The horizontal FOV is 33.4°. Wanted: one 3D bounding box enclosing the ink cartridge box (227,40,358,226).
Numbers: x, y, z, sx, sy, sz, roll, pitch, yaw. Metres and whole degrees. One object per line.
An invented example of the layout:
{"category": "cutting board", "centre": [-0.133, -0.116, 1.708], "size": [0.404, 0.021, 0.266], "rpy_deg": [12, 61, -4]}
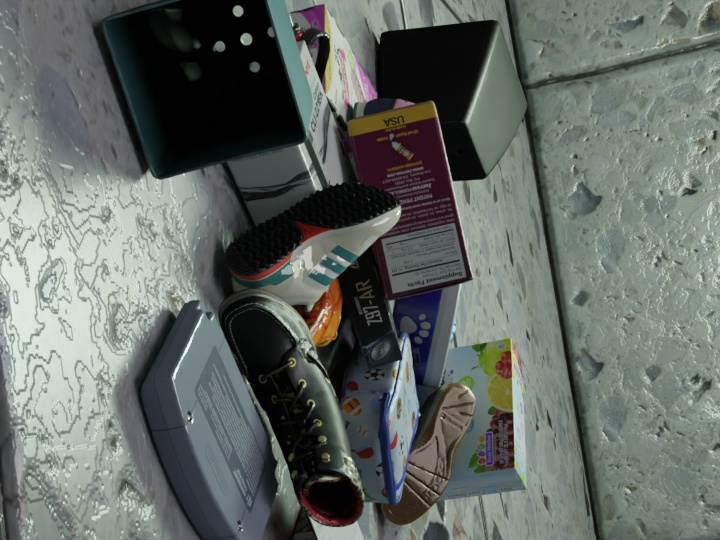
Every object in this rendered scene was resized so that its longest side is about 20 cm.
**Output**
{"category": "ink cartridge box", "centre": [-0.074, -0.118, 1.267], "size": [0.145, 0.083, 0.201], "rpy_deg": [-80, 154, -50]}

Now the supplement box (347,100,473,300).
{"category": "supplement box", "centre": [0.056, -0.075, 1.350], "size": [0.131, 0.102, 0.202], "rpy_deg": [-17, 95, -88]}

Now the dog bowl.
{"category": "dog bowl", "centre": [0.084, 0.048, 1.570], "size": [0.200, 0.078, 0.202], "rpy_deg": [12, 90, -87]}

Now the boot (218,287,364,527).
{"category": "boot", "centre": [-0.058, 0.126, 1.101], "size": [0.204, 0.073, 0.154], "rpy_deg": [62, 4, -37]}

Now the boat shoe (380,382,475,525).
{"category": "boat shoe", "centre": [0.080, 0.236, 1.531], "size": [0.071, 0.064, 0.201], "rpy_deg": [41, 65, -16]}

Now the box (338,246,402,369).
{"category": "box", "centre": [0.000, 0.000, 1.421], "size": [0.200, 0.043, 0.161], "rpy_deg": [-102, 175, -67]}

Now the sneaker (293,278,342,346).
{"category": "sneaker", "centre": [-0.049, 0.055, 1.263], "size": [0.200, 0.072, 0.078], "rpy_deg": [-62, 135, -64]}

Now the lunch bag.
{"category": "lunch bag", "centre": [0.027, 0.174, 1.427], "size": [0.200, 0.075, 0.162], "rpy_deg": [-67, 152, -59]}

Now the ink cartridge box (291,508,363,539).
{"category": "ink cartridge box", "centre": [-0.036, 0.287, 1.209], "size": [0.109, 0.050, 0.202], "rpy_deg": [-67, 142, -61]}

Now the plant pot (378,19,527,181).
{"category": "plant pot", "centre": [0.133, -0.249, 1.873], "size": [0.201, 0.198, 0.179], "rpy_deg": [61, 35, -47]}

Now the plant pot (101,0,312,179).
{"category": "plant pot", "centre": [-0.121, -0.192, 1.081], "size": [0.200, 0.140, 0.143], "rpy_deg": [-78, 153, -68]}

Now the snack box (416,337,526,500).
{"category": "snack box", "centre": [0.134, 0.203, 1.612], "size": [0.068, 0.167, 0.201], "rpy_deg": [59, 28, -46]}

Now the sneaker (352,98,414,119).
{"category": "sneaker", "centre": [0.042, -0.109, 1.445], "size": [0.070, 0.081, 0.202], "rpy_deg": [-16, 98, -80]}

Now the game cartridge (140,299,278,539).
{"category": "game cartridge", "centre": [-0.126, 0.143, 1.024], "size": [0.134, 0.040, 0.201], "rpy_deg": [-78, 153, -59]}

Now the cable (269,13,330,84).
{"category": "cable", "centre": [-0.066, -0.205, 1.358], "size": [0.050, 0.097, 0.201], "rpy_deg": [45, -12, 35]}

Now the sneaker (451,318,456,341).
{"category": "sneaker", "centre": [0.084, 0.025, 1.750], "size": [0.087, 0.074, 0.202], "rpy_deg": [41, 33, -53]}

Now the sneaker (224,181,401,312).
{"category": "sneaker", "centre": [-0.045, -0.015, 1.194], "size": [0.199, 0.070, 0.094], "rpy_deg": [-28, 138, -28]}

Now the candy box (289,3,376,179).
{"category": "candy box", "centre": [-0.034, -0.215, 1.497], "size": [0.200, 0.060, 0.138], "rpy_deg": [50, 34, -58]}
